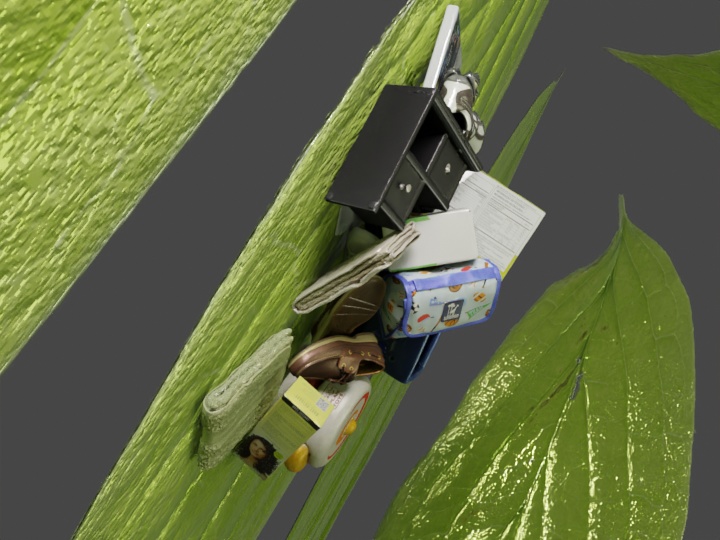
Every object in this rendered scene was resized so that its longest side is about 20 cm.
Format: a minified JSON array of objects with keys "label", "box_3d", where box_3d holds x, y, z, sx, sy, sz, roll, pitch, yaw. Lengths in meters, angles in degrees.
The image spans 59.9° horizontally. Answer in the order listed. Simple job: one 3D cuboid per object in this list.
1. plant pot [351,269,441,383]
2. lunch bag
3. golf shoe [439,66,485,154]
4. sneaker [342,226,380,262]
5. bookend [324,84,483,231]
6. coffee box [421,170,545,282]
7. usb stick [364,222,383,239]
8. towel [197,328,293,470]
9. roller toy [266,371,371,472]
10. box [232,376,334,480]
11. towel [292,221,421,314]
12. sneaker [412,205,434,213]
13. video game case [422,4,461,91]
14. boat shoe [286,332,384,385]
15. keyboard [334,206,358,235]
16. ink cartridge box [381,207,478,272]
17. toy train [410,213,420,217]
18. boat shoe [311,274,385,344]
[{"label":"plant pot","box_3d":[0.075,0.100,1.305,0.200,0.180,0.200,-65,166,6]},{"label":"lunch bag","box_3d":[0.126,0.046,1.058,0.200,0.170,0.124,126,-47,-69]},{"label":"golf shoe","box_3d":[0.160,-0.242,1.054,0.095,0.078,0.200,-66,154,-22]},{"label":"sneaker","box_3d":[0.000,0.000,1.086,0.085,0.073,0.200,-61,167,-22]},{"label":"bookend","box_3d":[0.073,-0.133,0.932,0.199,0.092,0.200,43,71,-50]},{"label":"coffee box","box_3d":[0.223,-0.079,1.280,0.198,0.200,0.200,-57,176,-1]},{"label":"usb stick","box_3d":[0.023,-0.108,1.032,0.200,0.033,0.055,80,28,-58]},{"label":"towel","box_3d":[-0.165,0.181,0.900,0.200,0.036,0.148,-47,159,-51]},{"label":"roller toy","box_3d":[-0.070,0.248,1.113,0.183,0.140,0.200,-64,166,14]},{"label":"box","box_3d":[-0.122,0.248,0.964,0.200,0.075,0.050,-51,177,38]},{"label":"towel","box_3d":[-0.004,-0.002,0.950,0.200,0.034,0.133,-30,-173,35]},{"label":"sneaker","box_3d":[0.093,-0.174,1.084,0.075,0.079,0.200,-57,155,-28]},{"label":"video game case","box_3d":[0.135,-0.311,1.066,0.182,0.023,0.200,47,60,-75]},{"label":"boat shoe","box_3d":[-0.031,0.149,1.018,0.200,0.068,0.072,-2,142,-49]},{"label":"keyboard","box_3d":[0.011,-0.126,1.047,0.200,0.011,0.056,-48,153,-47]},{"label":"ink cartridge box","box_3d":[0.122,-0.056,1.080,0.200,0.145,0.084,-37,117,-81]},{"label":"toy train","box_3d":[0.098,-0.123,1.273,0.200,0.056,0.150,-52,174,-50]},{"label":"boat shoe","box_3d":[-0.029,0.063,1.050,0.072,0.072,0.200,10,132,-30]}]
